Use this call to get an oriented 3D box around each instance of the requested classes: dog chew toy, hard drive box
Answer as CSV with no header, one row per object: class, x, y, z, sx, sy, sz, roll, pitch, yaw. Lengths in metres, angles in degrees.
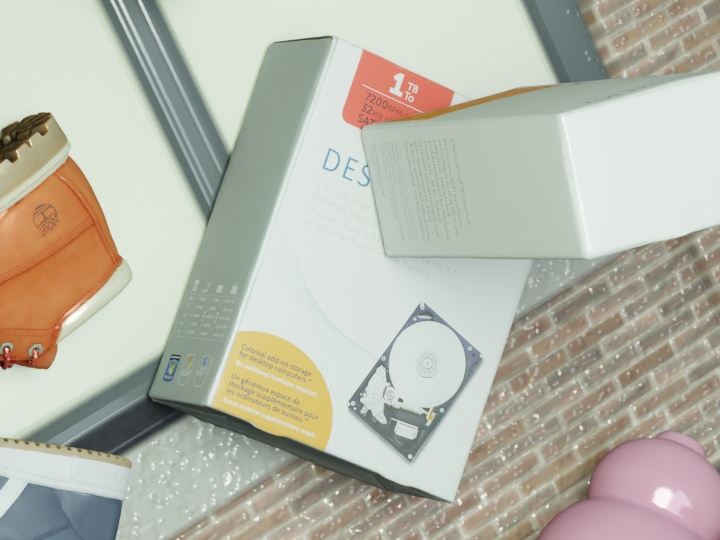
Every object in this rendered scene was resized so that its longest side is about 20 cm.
dog chew toy,0.137,0.179,1.611,0.124,0.124,0.201,33,69,-23
hard drive box,0.000,0.000,1.558,0.155,0.077,0.201,22,81,-26

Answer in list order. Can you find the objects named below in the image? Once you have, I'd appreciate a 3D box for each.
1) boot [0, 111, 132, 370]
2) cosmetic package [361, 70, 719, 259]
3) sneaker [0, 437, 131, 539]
boot,-0.200,0.023,1.463,0.200,0.075,0.108,-39,112,-22
cosmetic package,0.092,-0.050,1.449,0.101,0.200,0.072,-15,98,-27
sneaker,-0.208,0.132,1.459,0.199,0.070,0.109,10,84,-29
